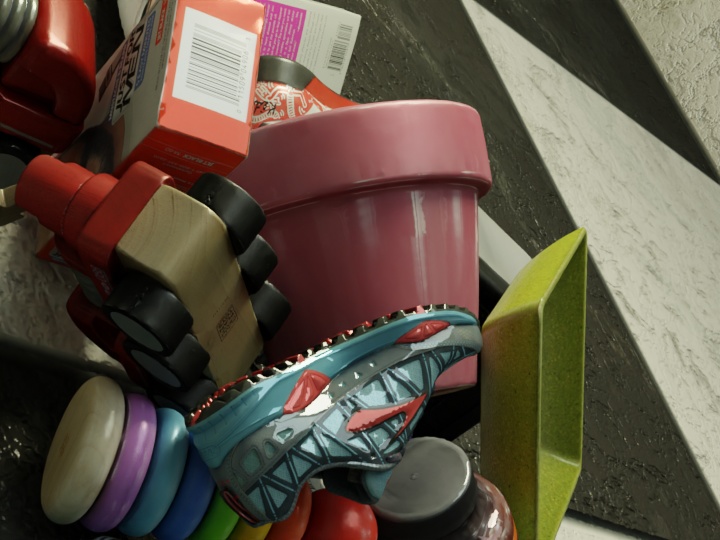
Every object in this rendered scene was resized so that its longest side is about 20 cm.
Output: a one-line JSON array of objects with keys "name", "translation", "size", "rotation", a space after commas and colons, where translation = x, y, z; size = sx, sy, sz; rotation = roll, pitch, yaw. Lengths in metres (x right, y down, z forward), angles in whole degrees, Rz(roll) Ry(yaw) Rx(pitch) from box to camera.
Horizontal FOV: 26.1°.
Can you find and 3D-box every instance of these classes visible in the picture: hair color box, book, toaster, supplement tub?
[{"name": "hair color box", "translation": [-0.135, -0.084, 0.973], "size": [0.063, 0.200, 0.112], "rotation": [18, 59, -24]}, {"name": "book", "translation": [-0.089, -0.156, 1.215], "size": [0.048, 0.135, 0.199], "rotation": [25, 12, 39]}, {"name": "toaster", "translation": [0.037, 0.035, 1.229], "size": [0.200, 0.180, 0.119], "rotation": [40, 23, -31]}, {"name": "supplement tub", "translation": [0.057, 0.204, 1.012], "size": [0.107, 0.106, 0.201], "rotation": [-96, 170, -52]}]

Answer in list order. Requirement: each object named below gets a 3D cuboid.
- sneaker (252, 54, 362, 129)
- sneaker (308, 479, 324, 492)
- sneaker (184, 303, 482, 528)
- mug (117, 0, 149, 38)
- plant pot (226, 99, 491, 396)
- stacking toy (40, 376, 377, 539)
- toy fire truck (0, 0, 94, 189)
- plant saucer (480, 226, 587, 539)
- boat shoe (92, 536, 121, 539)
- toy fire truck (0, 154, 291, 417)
[{"name": "sneaker", "translation": [-0.028, -0.083, 1.222], "size": [0.201, 0.067, 0.109], "rotation": [24, 71, -49]}, {"name": "sneaker", "translation": [-0.063, 0.150, 1.014], "size": [0.087, 0.076, 0.201], "rotation": [31, 21, -28]}, {"name": "sneaker", "translation": [-0.005, 0.086, 0.896], "size": [0.199, 0.079, 0.096], "rotation": [-23, 90, -30]}, {"name": "mug", "translation": [-0.128, -0.218, 1.339], "size": [0.176, 0.147, 0.201], "rotation": [-117, -179, -53]}, {"name": "plant pot", "translation": [0.000, 0.000, 1.037], "size": [0.199, 0.198, 0.181], "rotation": [2, 76, -62]}, {"name": "stacking toy", "translation": [-0.081, 0.134, 0.904], "size": [0.199, 0.086, 0.086], "rotation": [24, 32, -21]}, {"name": "toy fire truck", "translation": [-0.224, -0.171, 0.923], "size": [0.175, 0.200, 0.130], "rotation": [24, 41, -33]}, {"name": "plant saucer", "translation": [0.123, 0.087, 1.110], "size": [0.200, 0.047, 0.202], "rotation": [-45, 136, -67]}, {"name": "boat shoe", "translation": [-0.068, 0.210, 0.874], "size": [0.200, 0.091, 0.071], "rotation": [48, 23, -11]}, {"name": "toy fire truck", "translation": [-0.163, 0.000, 0.910], "size": [0.199, 0.129, 0.176], "rotation": [28, -20, 18]}]
